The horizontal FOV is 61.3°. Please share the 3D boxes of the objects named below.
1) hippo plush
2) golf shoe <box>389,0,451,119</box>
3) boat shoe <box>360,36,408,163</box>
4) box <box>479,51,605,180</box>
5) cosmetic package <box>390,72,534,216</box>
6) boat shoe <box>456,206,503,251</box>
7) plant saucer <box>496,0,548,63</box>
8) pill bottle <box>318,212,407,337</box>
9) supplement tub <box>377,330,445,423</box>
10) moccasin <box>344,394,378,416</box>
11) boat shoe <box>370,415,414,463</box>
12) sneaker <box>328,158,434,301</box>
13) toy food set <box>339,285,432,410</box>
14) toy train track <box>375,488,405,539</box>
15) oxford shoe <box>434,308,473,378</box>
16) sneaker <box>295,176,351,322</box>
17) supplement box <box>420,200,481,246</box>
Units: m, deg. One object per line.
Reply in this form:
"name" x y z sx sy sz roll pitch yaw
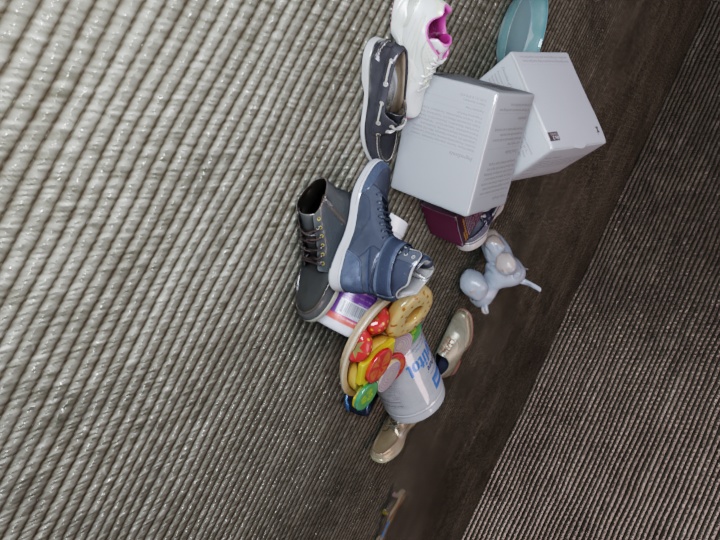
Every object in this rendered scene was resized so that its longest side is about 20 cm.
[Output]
"hippo plush" 0.326 0.005 1.548 0.160 0.161 0.199 -39 139 17
"golf shoe" 0.091 -0.320 0.924 0.075 0.090 0.204 -43 146 -35
"boat shoe" 0.043 -0.248 0.924 0.074 0.059 0.204 -39 142 -40
"box" 0.342 -0.300 1.181 0.195 0.205 0.130 -14 170 -38
"cosmetic package" 0.176 -0.225 1.058 0.166 0.164 0.205 -18 126 -52
"boat shoe" 0.270 -0.139 1.387 0.201 0.073 0.094 -53 143 -37
"plant saucer" 0.329 -0.484 1.254 0.199 0.035 0.204 -39 141 -39
"pill bottle" 0.000 0.000 0.985 0.111 0.110 0.204 27 88 -61
"supplement tub" 0.073 0.172 1.156 0.132 0.130 0.203 -44 121 -32
"moccasin" 0.047 0.230 1.278 0.201 0.067 0.082 -50 148 -27
"boat shoe" 0.084 0.371 1.451 0.200 0.071 0.066 -42 135 -40
"sneaker" 0.048 -0.056 0.873 0.077 0.143 0.208 29 74 -58
"toy food set" 0.040 0.122 0.979 0.198 0.048 0.202 -33 143 -40
"toy train track" 0.076 0.697 1.719 0.114 0.032 0.204 -21 134 -61
"oxford shoe" 0.238 0.196 1.574 0.073 0.070 0.205 -16 125 -50
"sneaker" -0.071 -0.031 0.895 0.106 0.073 0.205 27 78 -57
"supplement box" 0.214 -0.170 1.244 0.202 0.084 0.111 -57 150 -16
